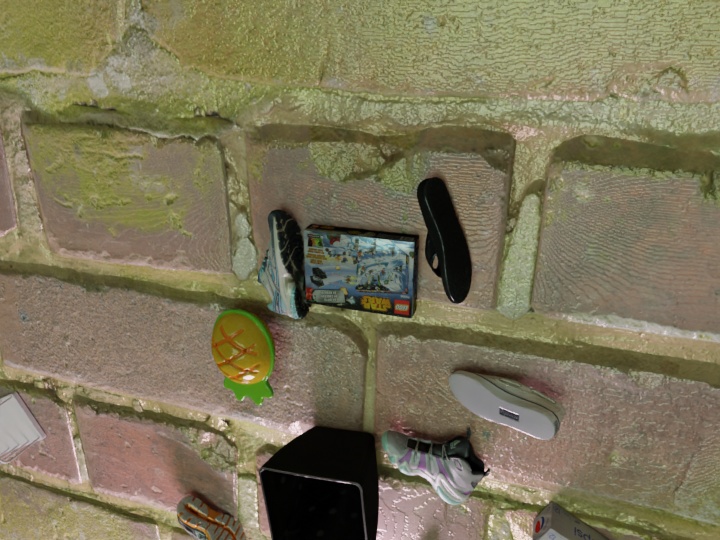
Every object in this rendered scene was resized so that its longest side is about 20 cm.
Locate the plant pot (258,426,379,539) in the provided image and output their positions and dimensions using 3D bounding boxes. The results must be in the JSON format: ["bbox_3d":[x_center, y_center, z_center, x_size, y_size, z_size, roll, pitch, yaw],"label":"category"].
[{"bbox_3d":[-0.055,0.415,1.113,0.196,0.178,0.203,2,112,19],"label":"plant pot"}]

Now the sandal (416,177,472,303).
[{"bbox_3d":[0.129,-0.047,0.924,0.048,0.075,0.204,-6,104,48],"label":"sandal"}]

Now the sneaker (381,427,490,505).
[{"bbox_3d":[0.147,0.328,1.067,0.199,0.078,0.140,34,118,-7],"label":"sneaker"}]

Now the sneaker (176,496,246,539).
[{"bbox_3d":[-0.349,0.611,1.366,0.199,0.078,0.078,37,132,6],"label":"sneaker"}]

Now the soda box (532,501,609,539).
[{"bbox_3d":[0.410,0.514,1.048,0.198,0.068,0.064,33,119,3],"label":"soda box"}]

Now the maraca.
[{"bbox_3d":[-0.221,0.167,1.108,0.135,0.107,0.203,8,115,24],"label":"maraca"}]

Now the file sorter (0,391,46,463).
[{"bbox_3d":[-0.933,0.419,1.462,0.198,0.125,0.140,-22,103,26],"label":"file sorter"}]

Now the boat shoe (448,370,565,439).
[{"bbox_3d":[0.246,0.213,0.983,0.198,0.065,0.073,15,122,38],"label":"boat shoe"}]

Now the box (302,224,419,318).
[{"bbox_3d":[0.000,0.000,0.997,0.197,0.040,0.139,8,113,17],"label":"box"}]

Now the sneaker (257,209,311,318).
[{"bbox_3d":[-0.149,-0.007,1.029,0.085,0.078,0.203,2,112,22],"label":"sneaker"}]
